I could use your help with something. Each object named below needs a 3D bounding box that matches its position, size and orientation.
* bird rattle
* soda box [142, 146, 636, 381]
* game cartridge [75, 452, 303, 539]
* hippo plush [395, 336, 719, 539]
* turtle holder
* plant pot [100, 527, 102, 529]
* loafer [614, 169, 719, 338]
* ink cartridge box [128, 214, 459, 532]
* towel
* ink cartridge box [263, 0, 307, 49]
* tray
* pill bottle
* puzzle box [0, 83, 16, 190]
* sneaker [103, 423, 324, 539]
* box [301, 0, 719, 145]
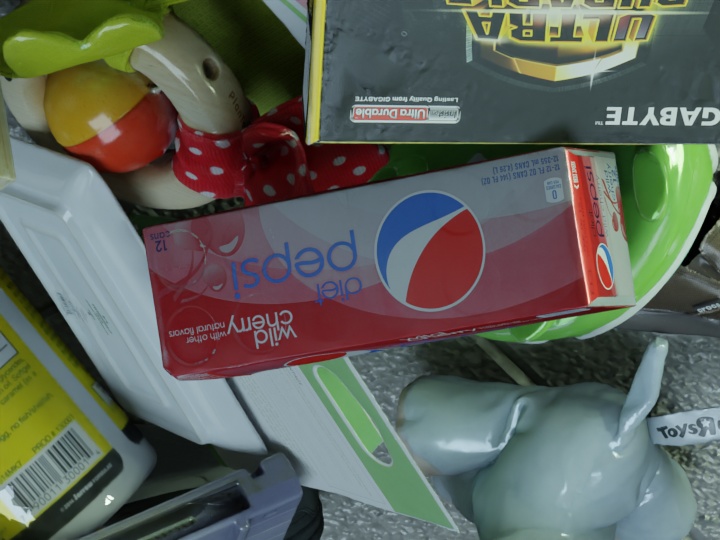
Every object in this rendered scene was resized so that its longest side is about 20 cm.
[{"bbox_3d":[-0.092,-0.083,1.296,0.200,0.113,0.163,40,148,-29],"label":"bird rattle"},{"bbox_3d":[0.011,-0.002,1.183,0.199,0.070,0.063,-11,176,24],"label":"soda box"},{"bbox_3d":[-0.128,0.161,1.413,0.199,0.039,0.130,-23,159,-17],"label":"game cartridge"},{"bbox_3d":[0.098,0.148,1.410,0.199,0.161,0.159,-8,145,42],"label":"hippo plush"},{"bbox_3d":[0.096,-0.058,1.252,0.140,0.132,0.186,18,96,24],"label":"turtle holder"},{"bbox_3d":[-0.246,0.238,1.596,0.200,0.189,0.201,7,136,6],"label":"plant pot"},{"bbox_3d":[0.185,-0.007,1.320,0.199,0.073,0.071,0,136,14],"label":"loafer"},{"bbox_3d":[-0.035,0.047,1.370,0.200,0.048,0.146,8,138,50],"label":"ink cartridge box"},{"bbox_3d":[-0.088,-0.126,1.312,0.200,0.018,0.086,39,132,-24],"label":"towel"},{"bbox_3d":[0.007,-0.148,1.233,0.103,0.059,0.200,-21,126,30],"label":"ink cartridge box"},{"bbox_3d":[-0.124,0.016,1.376,0.107,0.022,0.200,20,148,46],"label":"tray"},{"bbox_3d":[-0.207,0.057,1.426,0.114,0.114,0.200,-35,97,38],"label":"pill bottle"},{"bbox_3d":[-0.219,-0.104,1.249,0.133,0.201,0.025,-30,152,35],"label":"puzzle box"},{"bbox_3d":[-0.111,0.135,1.540,0.199,0.071,0.099,-9,127,17],"label":"sneaker"},{"bbox_3d":[0.079,-0.128,1.109,0.199,0.049,0.160,0,121,-6],"label":"box"}]
